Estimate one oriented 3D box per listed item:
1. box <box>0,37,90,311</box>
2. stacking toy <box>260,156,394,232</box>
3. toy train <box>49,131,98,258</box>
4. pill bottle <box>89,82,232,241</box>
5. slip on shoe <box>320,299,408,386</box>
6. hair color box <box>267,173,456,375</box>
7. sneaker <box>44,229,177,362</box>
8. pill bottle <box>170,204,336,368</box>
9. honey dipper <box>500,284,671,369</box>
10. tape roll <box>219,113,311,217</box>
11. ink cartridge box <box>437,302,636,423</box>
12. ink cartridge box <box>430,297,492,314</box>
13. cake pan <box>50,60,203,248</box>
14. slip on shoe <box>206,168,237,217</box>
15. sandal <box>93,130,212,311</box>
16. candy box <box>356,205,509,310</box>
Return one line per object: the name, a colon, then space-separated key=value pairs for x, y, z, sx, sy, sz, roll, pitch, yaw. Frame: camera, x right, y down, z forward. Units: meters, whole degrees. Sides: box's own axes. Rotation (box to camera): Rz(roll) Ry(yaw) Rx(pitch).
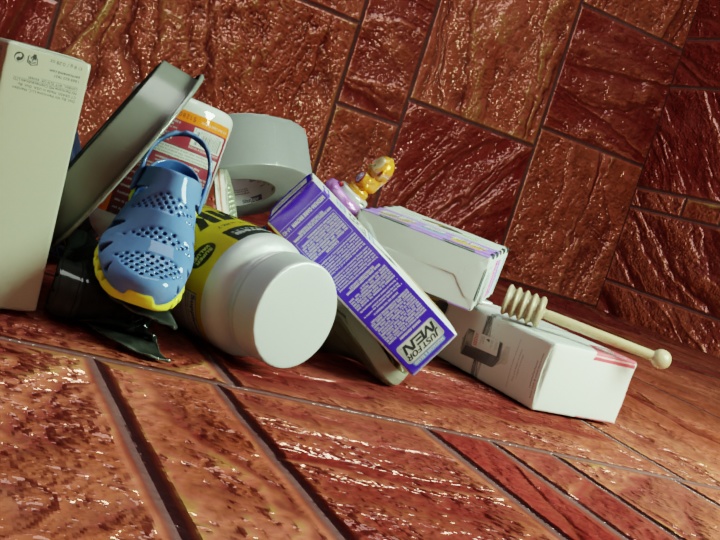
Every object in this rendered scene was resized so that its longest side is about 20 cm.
box: x=-0.276 y=-0.076 z=0.776 sx=0.068 sy=0.202 sz=0.082 roll=10 pitch=7 yaw=-38
stacking toy: x=-0.031 y=-0.071 z=1.260 sx=0.110 sy=0.200 sz=0.116 roll=41 pitch=11 yaw=-19
toy train: x=-0.338 y=-0.106 z=1.043 sx=0.114 sy=0.201 sz=0.087 roll=19 pitch=47 yaw=17
pill bottle: x=-0.212 y=-0.080 z=1.017 sx=0.109 sy=0.201 sz=0.110 roll=20 pitch=1 yaw=0
slip on shoe: x=-0.020 y=0.063 z=1.035 sx=0.076 sy=0.061 sz=0.200 roll=42 pitch=5 yaw=-47
hair color box: x=0.000 y=0.000 z=0.961 sx=0.200 sy=0.065 sz=0.109 roll=48 pitch=4 yaw=-9
sneaker: x=-0.209 y=0.018 z=0.846 sx=0.103 sy=0.060 sz=0.200 roll=17 pitch=10 yaw=-15
pill bottle: x=-0.121 y=0.010 z=0.902 sx=0.199 sy=0.115 sz=0.114 roll=22 pitch=7 yaw=42
honey dipper: x=0.260 y=0.067 z=1.139 sx=0.199 sy=0.038 sz=0.038 roll=20 pitch=5 yaw=12
tape roll: x=-0.160 y=-0.125 z=1.233 sx=0.198 sy=0.067 sz=0.200 roll=-8 pitch=-14 yaw=-2
ink cartridge box: x=0.207 y=0.106 z=1.207 sx=0.145 sy=0.085 sz=0.200 roll=14 pitch=8 yaw=-33
ink cartridge box: x=0.054 y=0.043 z=1.327 sx=0.199 sy=0.088 sz=0.145 roll=18 pitch=5 yaw=-20
cake pan: x=-0.216 y=-0.107 z=0.866 sx=0.037 sy=0.201 sz=0.200 roll=41 pitch=-2 yaw=-18
slip on shoe: x=-0.166 y=-0.030 z=1.080 sx=0.061 sy=0.201 sz=0.074 roll=-10 pitch=-40 yaw=1
sandal: x=-0.163 y=-0.048 z=0.810 sx=0.079 sy=0.087 sz=0.201 roll=19 pitch=35 yaw=-17
candy box: x=0.089 y=-0.021 z=1.249 sx=0.167 sy=0.072 sz=0.200 roll=22 pitch=9 yaw=13
